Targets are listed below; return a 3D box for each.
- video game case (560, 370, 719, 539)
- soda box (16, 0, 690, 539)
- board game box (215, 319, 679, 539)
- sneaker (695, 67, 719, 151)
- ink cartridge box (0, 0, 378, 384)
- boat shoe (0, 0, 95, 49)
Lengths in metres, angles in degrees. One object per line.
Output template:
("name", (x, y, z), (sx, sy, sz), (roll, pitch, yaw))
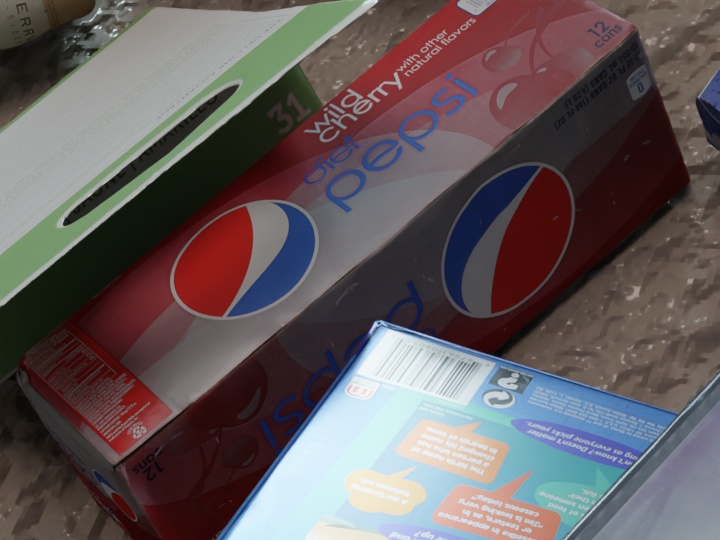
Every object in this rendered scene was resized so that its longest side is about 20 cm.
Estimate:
("video game case", (0.113, 0.088, 0.565), (0.142, 0.019, 0.200), (29, 38, 19))
("soda box", (0.000, 0.000, 0.752), (0.200, 0.070, 0.063), (-39, 45, -14))
("board game box", (0.032, 0.099, 0.589), (0.151, 0.045, 0.200), (17, 36, 17))
("sneaker", (0.173, -0.115, 0.746), (0.199, 0.115, 0.081), (-38, 43, -12))
("ink cartridge box", (-0.073, -0.022, 0.767), (0.145, 0.048, 0.200), (-40, 20, -15))
("boat shoe", (-0.127, -0.151, 0.964), (0.069, 0.074, 0.201), (-9, 46, 1))
